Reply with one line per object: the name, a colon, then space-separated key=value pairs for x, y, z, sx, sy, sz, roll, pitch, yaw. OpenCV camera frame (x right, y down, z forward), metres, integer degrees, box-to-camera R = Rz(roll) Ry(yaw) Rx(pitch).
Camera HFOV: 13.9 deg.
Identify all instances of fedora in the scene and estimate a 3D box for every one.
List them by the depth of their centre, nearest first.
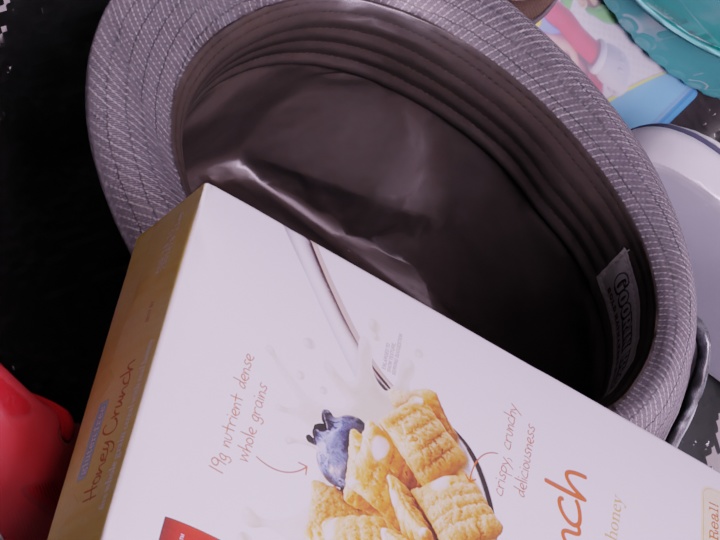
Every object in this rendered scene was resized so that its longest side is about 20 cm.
fedora: x=0.000 y=0.000 z=0.859 sx=0.200 sy=0.090 sz=0.177 roll=45 pitch=49 yaw=8

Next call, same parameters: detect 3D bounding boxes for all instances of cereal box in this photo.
cereal box: x=0.019 y=0.085 z=0.723 sx=0.200 sy=0.040 sz=0.144 roll=29 pitch=53 yaw=-23

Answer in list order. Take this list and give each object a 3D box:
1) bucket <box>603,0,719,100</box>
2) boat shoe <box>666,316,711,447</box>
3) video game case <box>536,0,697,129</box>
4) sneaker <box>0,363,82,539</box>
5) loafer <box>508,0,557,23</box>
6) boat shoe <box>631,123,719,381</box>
bucket: x=0.167 y=-0.154 z=0.991 sx=0.207 sy=0.135 sz=0.207 roll=13 pitch=70 yaw=-41
boat shoe: x=0.050 y=0.085 z=0.910 sx=0.199 sy=0.068 sz=0.074 roll=-50 pitch=122 yaw=-37
video game case: x=0.019 y=-0.102 z=0.955 sx=0.143 sy=0.018 sz=0.200 roll=-43 pitch=110 yaw=-34
sneaker: x=-0.068 y=0.059 z=0.754 sx=0.116 sy=0.078 sz=0.200 roll=-33 pitch=121 yaw=-29
loafer: x=0.012 y=-0.160 z=0.900 sx=0.073 sy=0.071 sz=0.200 roll=-44 pitch=110 yaw=-33
boat shoe: x=0.152 y=0.004 z=1.011 sx=0.200 sy=0.072 sz=0.066 roll=41 pitch=57 yaw=-29
